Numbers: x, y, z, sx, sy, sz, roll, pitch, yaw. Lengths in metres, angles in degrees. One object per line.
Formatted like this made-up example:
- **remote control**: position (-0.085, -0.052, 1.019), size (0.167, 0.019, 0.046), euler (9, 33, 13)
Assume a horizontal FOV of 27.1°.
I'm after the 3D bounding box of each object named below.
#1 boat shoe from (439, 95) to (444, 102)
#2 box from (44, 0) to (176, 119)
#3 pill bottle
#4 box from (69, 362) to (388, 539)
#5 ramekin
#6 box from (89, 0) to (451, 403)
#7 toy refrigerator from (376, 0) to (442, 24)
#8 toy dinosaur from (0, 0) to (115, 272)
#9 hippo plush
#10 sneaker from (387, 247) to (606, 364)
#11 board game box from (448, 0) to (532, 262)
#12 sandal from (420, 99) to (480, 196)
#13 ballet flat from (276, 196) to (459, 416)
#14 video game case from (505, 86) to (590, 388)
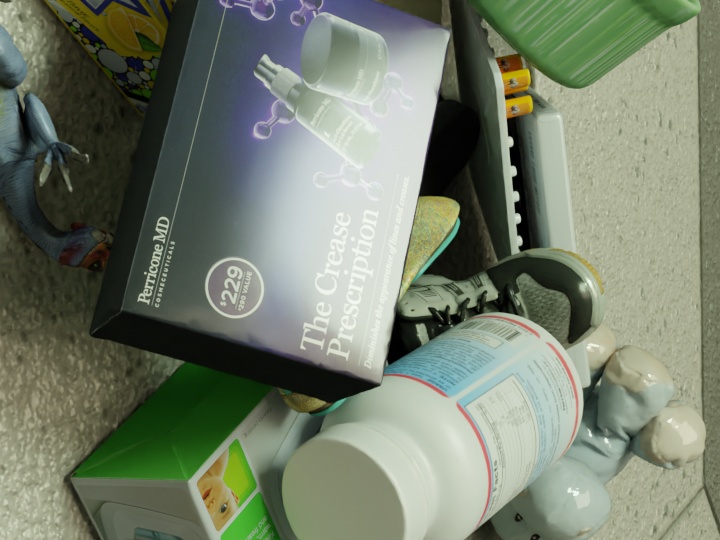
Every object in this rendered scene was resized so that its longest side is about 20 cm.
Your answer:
- **boat shoe**: position (0.003, -0.117, 1.038), size (0.200, 0.070, 0.066), euler (0, 70, -52)
- **box**: position (-0.139, -0.175, 0.826), size (0.200, 0.070, 0.064), euler (52, 49, -41)
- **pill bottle**: position (0.044, 0.102, 0.883), size (0.200, 0.109, 0.109), euler (-25, 109, -53)
- **box**: position (-0.056, 0.139, 0.916), size (0.200, 0.097, 0.177), euler (-46, 123, -47)
- **ramekin**: position (0.123, -0.215, 0.989), size (0.200, 0.098, 0.200), euler (40, 23, -21)
- **box**: position (-0.045, -0.048, 0.779), size (0.141, 0.079, 0.201), euler (16, 73, -16)
- **toy refrigerator**: position (0.013, -0.262, 1.052), size (0.076, 0.070, 0.201), euler (15, 75, -50)
- **toy dinosaur**: position (-0.177, -0.082, 0.762), size (0.182, 0.105, 0.200), euler (66, 23, -61)
- **hippo plush**: position (0.156, 0.141, 1.206), size (0.161, 0.200, 0.159), euler (-42, 92, -21)
- **sneaker**: position (0.071, 0.039, 1.008), size (0.088, 0.200, 0.076), euler (-28, 100, -47)
- **board game box**: position (0.097, -0.104, 1.072), size (0.200, 0.026, 0.200), euler (-101, -179, -52)
- **sandal**: position (0.022, -0.032, 1.015), size (0.200, 0.043, 0.076), euler (-53, 151, -9)
- **ballet flat**: position (0.000, 0.000, 0.882), size (0.200, 0.071, 0.071), euler (-55, 131, -42)
- **video game case**: position (0.134, -0.035, 1.112), size (0.182, 0.023, 0.201), euler (-106, -173, -74)
